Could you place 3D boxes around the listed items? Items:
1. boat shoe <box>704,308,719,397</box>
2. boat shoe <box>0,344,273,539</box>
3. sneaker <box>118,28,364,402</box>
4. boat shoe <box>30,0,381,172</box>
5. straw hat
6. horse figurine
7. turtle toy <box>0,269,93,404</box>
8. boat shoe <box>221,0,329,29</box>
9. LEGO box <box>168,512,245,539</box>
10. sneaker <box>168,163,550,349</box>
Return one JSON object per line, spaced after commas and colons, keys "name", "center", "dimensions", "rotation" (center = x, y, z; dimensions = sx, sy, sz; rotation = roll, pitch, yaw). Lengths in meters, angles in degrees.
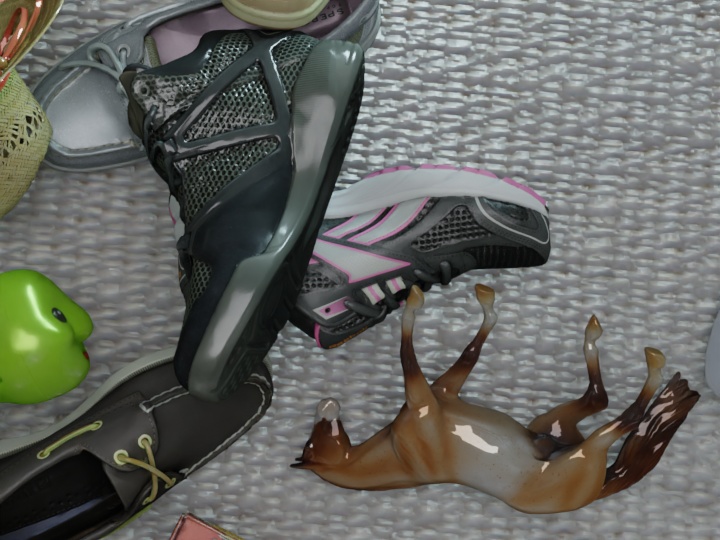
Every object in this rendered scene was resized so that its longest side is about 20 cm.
{"name": "boat shoe", "center": [0.258, -0.007, 1.425], "dimensions": [0.057, 0.069, 0.200], "rotation": [35, 88, -38]}
{"name": "boat shoe", "center": [-0.130, 0.103, 1.381], "dimensions": [0.201, 0.061, 0.072], "rotation": [-27, 126, -1]}
{"name": "sneaker", "center": [-0.077, -0.034, 1.338], "dimensions": [0.114, 0.076, 0.200], "rotation": [14, 72, 9]}
{"name": "boat shoe", "center": [-0.084, -0.111, 1.414], "dimensions": [0.202, 0.065, 0.075], "rotation": [-20, 85, -4]}
{"name": "straw hat", "center": [-0.207, -0.067, 1.371], "dimensions": [0.201, 0.201, 0.085], "rotation": [-40, 118, -6]}
{"name": "horse figurine", "center": [0.077, 0.078, 1.400], "dimensions": [0.200, 0.050, 0.133], "rotation": [13, 115, -11]}
{"name": "turtle toy", "center": [-0.235, 0.033, 1.347], "dimensions": [0.200, 0.146, 0.101], "rotation": [14, 94, -2]}
{"name": "boat shoe", "center": [-0.032, -0.213, 1.389], "dimensions": [0.073, 0.063, 0.200], "rotation": [11, 56, -1]}
{"name": "LEGO box", "center": [-0.068, 0.244, 1.375], "dimensions": [0.149, 0.077, 0.200], "rotation": [27, 84, 0]}
{"name": "sneaker", "center": [0.000, 0.000, 1.398], "dimensions": [0.200, 0.080, 0.086], "rotation": [-3, 71, 9]}
